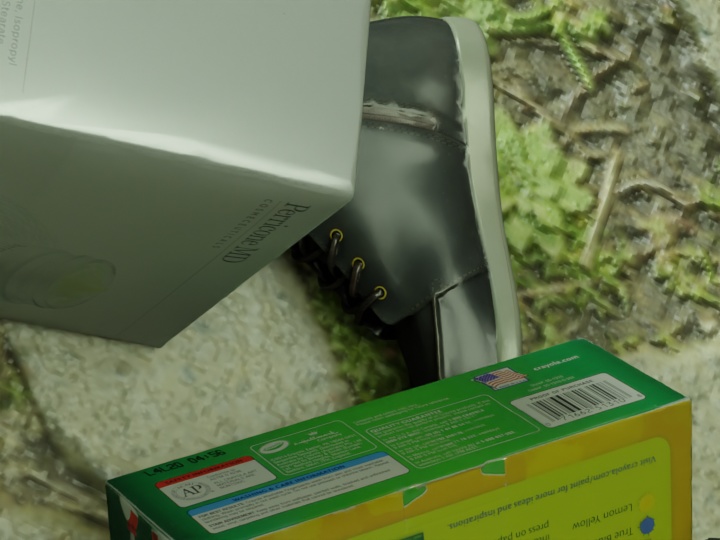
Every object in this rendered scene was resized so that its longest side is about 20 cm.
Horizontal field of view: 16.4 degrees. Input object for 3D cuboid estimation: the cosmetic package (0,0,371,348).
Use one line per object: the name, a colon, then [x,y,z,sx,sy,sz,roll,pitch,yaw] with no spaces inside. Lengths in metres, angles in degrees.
cosmetic package: [-0.124,-0.067,0.859,0.200,0.199,0.123,10,70,-20]

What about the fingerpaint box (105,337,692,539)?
fingerpaint box: [0.018,0.133,0.892,0.200,0.073,0.167,-16,115,-26]

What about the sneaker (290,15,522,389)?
sneaker: [0.000,0.000,0.975,0.106,0.075,0.200,-2,75,-12]

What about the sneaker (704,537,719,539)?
sneaker: [0.156,0.170,0.925,0.075,0.200,0.087,15,62,26]
